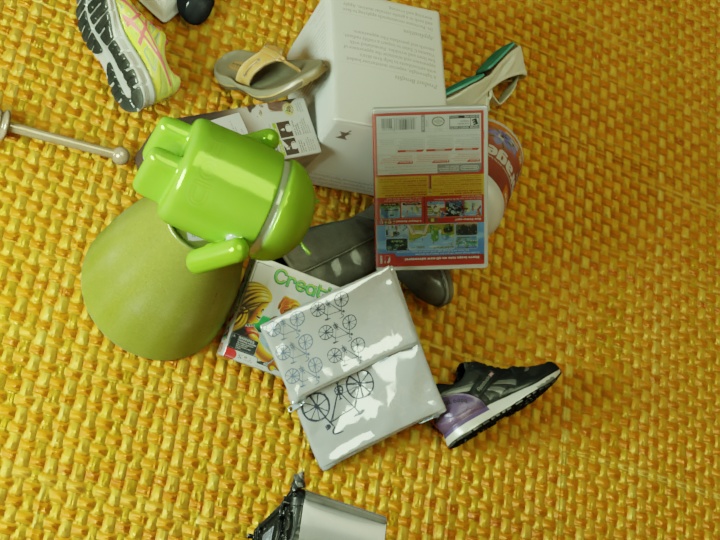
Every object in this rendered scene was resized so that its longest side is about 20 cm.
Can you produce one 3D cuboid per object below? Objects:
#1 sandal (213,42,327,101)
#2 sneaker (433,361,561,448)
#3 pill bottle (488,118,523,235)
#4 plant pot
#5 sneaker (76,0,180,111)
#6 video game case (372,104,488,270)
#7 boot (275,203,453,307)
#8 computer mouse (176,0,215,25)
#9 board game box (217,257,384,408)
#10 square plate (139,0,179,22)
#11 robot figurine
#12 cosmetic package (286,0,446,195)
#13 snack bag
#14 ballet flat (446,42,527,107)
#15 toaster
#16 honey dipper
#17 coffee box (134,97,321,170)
[{"bbox_3d":[-0.124,-0.259,1.728,0.080,0.199,0.054,-42,127,-24],"label":"sandal"},{"bbox_3d":[0.171,0.144,1.756,0.198,0.076,0.088,-24,73,-33],"label":"sneaker"},{"bbox_3d":[0.143,-0.107,1.801,0.112,0.112,0.201,36,38,-7],"label":"pill bottle"},{"bbox_3d":[-0.205,-0.020,1.566,0.185,0.200,0.190,11,63,-22],"label":"plant pot"},{"bbox_3d":[-0.290,-0.295,1.726,0.090,0.078,0.202,-16,80,-41],"label":"sneaker"},{"bbox_3d":[0.086,-0.101,1.682,0.141,0.017,0.203,-2,105,0],"label":"video game case"},{"bbox_3d":[0.000,0.002,1.736,0.199,0.073,0.182,-24,67,-39],"label":"boot"},{"bbox_3d":[-0.203,-0.423,1.816,0.058,0.034,0.203,17,77,-46],"label":"computer mouse"},{"bbox_3d":[-0.061,0.075,1.663,0.198,0.035,0.128,21,84,-19],"label":"board game box"},{"bbox_3d":[-0.273,-0.458,1.837,0.200,0.028,0.199,42,56,-3],"label":"square plate"},{"bbox_3d":[-0.135,-0.084,1.440,0.198,0.116,0.177,23,51,-15],"label":"robot figurine"},{"bbox_3d":[0.006,-0.226,1.787,0.163,0.165,0.203,9,63,-22],"label":"cosmetic package"},{"bbox_3d":[-0.006,0.120,1.653,0.187,0.021,0.203,-23,98,-19],"label":"snack bag"},{"bbox_3d":[0.175,-0.257,1.951,0.070,0.069,0.199,50,55,2],"label":"ballet flat"},{"bbox_3d":[-0.059,0.343,1.475,0.117,0.200,0.183,16,60,-13],"label":"toaster"},{"bbox_3d":[-0.373,-0.159,1.647,0.197,0.038,0.038,15,61,-22],"label":"honey dipper"},{"bbox_3d":[-0.164,-0.143,1.693,0.198,0.113,0.081,-14,79,-31],"label":"coffee box"}]
